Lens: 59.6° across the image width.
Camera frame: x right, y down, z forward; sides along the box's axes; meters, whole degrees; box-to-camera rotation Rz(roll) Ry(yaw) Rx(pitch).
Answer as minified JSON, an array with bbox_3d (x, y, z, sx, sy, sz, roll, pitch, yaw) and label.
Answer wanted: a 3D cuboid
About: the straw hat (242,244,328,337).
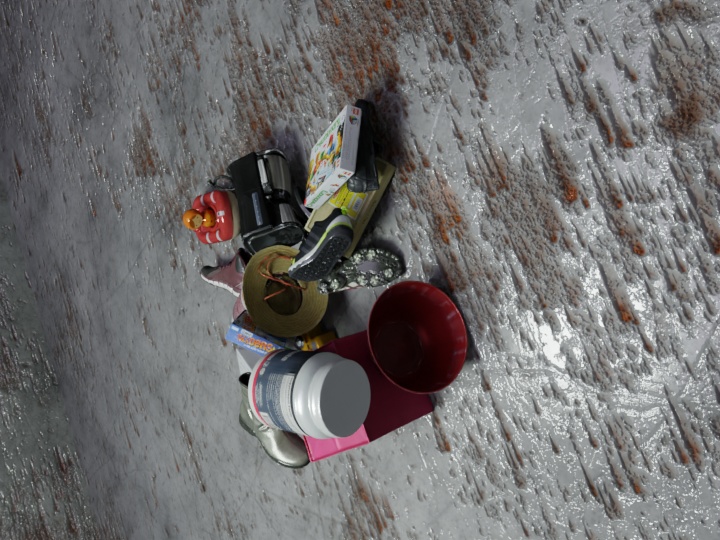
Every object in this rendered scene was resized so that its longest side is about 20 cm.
[{"bbox_3d":[-0.168,0.056,1.357,0.205,0.196,0.085,64,156,13],"label":"straw hat"}]

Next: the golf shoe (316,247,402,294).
[{"bbox_3d":[0.000,0.000,1.294,0.194,0.088,0.080,-9,85,23],"label":"golf shoe"}]

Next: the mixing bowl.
[{"bbox_3d":[0.088,0.134,1.161,0.205,0.195,0.108,67,155,11],"label":"mixing bowl"}]

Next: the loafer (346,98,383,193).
[{"bbox_3d":[0.010,-0.240,1.214,0.069,0.068,0.207,106,166,-64],"label":"loafer"}]

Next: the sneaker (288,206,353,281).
[{"bbox_3d":[-0.075,-0.052,1.237,0.199,0.070,0.085,-39,46,38],"label":"sneaker"}]

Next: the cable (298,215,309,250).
[{"bbox_3d":[-0.174,-0.046,1.473,0.201,0.050,0.166,-48,64,39],"label":"cable"}]

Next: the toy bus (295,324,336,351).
[{"bbox_3d":[-0.078,0.211,1.414,0.078,0.064,0.205,-33,74,44],"label":"toy bus"}]

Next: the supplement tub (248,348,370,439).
[{"bbox_3d":[-0.091,0.213,1.095,0.196,0.138,0.145,-3,96,45],"label":"supplement tub"}]

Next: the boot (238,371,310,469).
[{"bbox_3d":[-0.176,0.300,1.258,0.197,0.067,0.133,31,134,23],"label":"boot"}]

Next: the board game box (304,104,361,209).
[{"bbox_3d":[-0.056,-0.213,1.211,0.199,0.034,0.130,148,131,-62],"label":"board game box"}]

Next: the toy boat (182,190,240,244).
[{"bbox_3d":[-0.399,-0.136,1.628,0.197,0.129,0.135,-7,94,46],"label":"toy boat"}]

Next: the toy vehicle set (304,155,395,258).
[{"bbox_3d":[-0.024,-0.144,1.265,0.123,0.026,0.204,35,100,35],"label":"toy vehicle set"}]

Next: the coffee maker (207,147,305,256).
[{"bbox_3d":[-0.227,-0.138,1.395,0.189,0.134,0.205,-27,61,25],"label":"coffee maker"}]

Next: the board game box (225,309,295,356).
[{"bbox_3d":[-0.204,0.138,1.319,0.132,0.200,0.035,26,93,-5],"label":"board game box"}]

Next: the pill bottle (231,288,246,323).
[{"bbox_3d":[-0.245,0.091,1.509,0.116,0.112,0.201,62,147,16],"label":"pill bottle"}]

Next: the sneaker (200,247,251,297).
[{"bbox_3d":[-0.336,-0.011,1.640,0.196,0.075,0.119,21,108,30],"label":"sneaker"}]

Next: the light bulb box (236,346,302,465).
[{"bbox_3d":[-0.185,0.287,1.440,0.198,0.122,0.205,41,142,47],"label":"light bulb box"}]

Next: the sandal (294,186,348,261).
[{"bbox_3d":[-0.072,-0.109,1.354,0.048,0.075,0.202,-40,75,14],"label":"sandal"}]

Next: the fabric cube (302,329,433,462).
[{"bbox_3d":[-0.010,0.238,1.256,0.198,0.196,0.201,-30,78,44],"label":"fabric cube"}]
